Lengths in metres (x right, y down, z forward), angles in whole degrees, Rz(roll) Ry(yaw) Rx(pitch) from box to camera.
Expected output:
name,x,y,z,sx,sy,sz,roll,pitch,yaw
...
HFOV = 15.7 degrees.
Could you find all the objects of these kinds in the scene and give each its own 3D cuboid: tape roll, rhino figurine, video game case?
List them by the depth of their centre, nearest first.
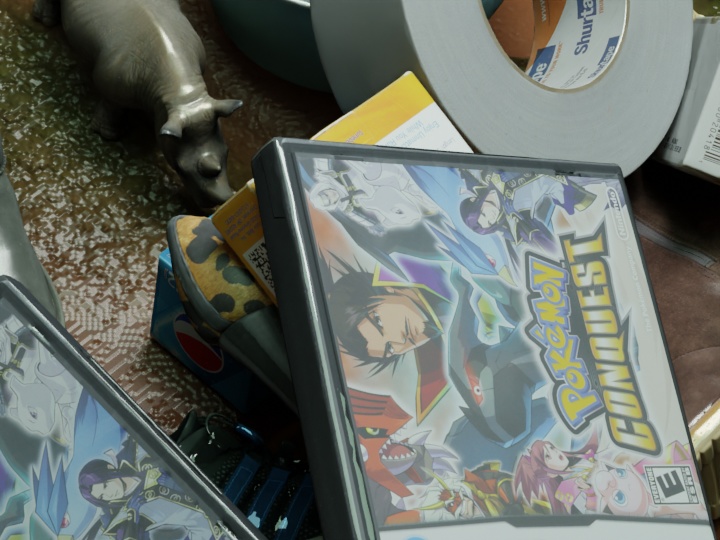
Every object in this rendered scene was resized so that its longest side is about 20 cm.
name,x,y,z,sx,sy,sz,roll,pitch,yaw
video game case,-0.154,0.135,1.071,0.200,0.026,0.181,-46,74,2
video game case,0.054,0.044,1.082,0.180,0.025,0.201,3,64,-32
tape roll,0.070,-0.131,1.245,0.200,0.066,0.201,8,78,-42
rhino figurine,-0.109,-0.104,1.313,0.060,0.088,0.200,-19,56,-21

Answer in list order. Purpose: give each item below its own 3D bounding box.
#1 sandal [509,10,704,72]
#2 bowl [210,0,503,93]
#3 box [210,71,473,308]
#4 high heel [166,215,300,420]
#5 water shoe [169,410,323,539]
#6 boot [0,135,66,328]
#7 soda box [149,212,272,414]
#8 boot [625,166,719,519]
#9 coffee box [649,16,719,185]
name,x,y,z,sx,sy,sz,roll,pitch,yaw
sandal,0.153,-0.108,1.356,0.211,0.070,0.078,4,30,-4
bowl,-0.004,-0.170,1.371,0.200,0.105,0.201,4,51,-5
box,0.039,0.023,1.136,0.119,0.041,0.200,-36,91,-41
high heel,0.000,0.000,1.198,0.143,0.071,0.200,47,34,2
water shoe,-0.053,0.098,1.152,0.199,0.071,0.079,-11,89,-17
boot,-0.187,-0.067,1.197,0.072,0.200,0.182,-17,56,-21
soda box,-0.009,-0.020,1.275,0.068,0.064,0.200,38,56,20
boot,0.137,0.032,1.270,0.166,0.072,0.200,26,52,28
coffee box,0.253,-0.056,1.283,0.199,0.114,0.080,19,95,-5
